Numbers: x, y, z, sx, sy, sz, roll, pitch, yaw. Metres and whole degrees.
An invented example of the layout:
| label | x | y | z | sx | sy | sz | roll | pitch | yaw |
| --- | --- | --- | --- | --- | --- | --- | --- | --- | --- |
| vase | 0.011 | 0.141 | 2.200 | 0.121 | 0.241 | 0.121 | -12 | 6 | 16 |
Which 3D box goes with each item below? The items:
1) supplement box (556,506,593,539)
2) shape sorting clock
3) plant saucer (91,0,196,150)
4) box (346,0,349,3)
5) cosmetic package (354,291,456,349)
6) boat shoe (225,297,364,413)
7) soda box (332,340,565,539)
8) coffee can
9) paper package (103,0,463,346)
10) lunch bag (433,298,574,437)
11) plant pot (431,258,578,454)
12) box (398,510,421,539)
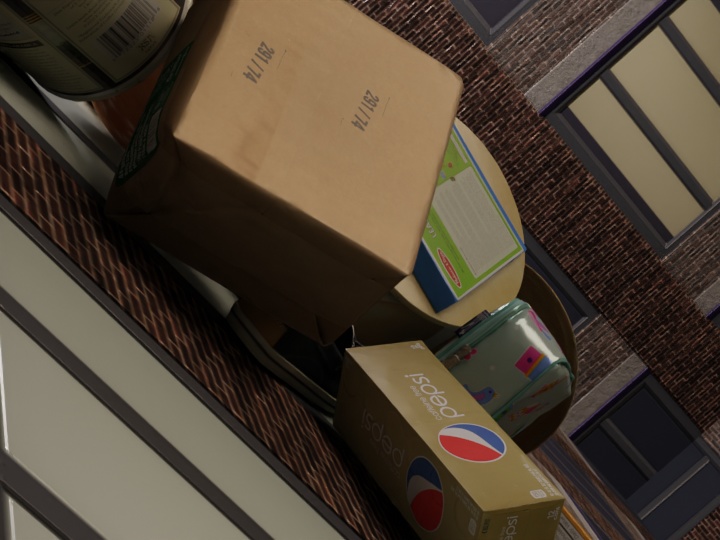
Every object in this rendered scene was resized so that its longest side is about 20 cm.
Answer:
| label | x | y | z | sx | sy | sz | roll | pitch | yaw |
| --- | --- | --- | --- | --- | --- | --- | --- | --- | --- |
| supplement box | 0.163 | 0.249 | 1.298 | 0.200 | 0.069 | 0.067 | 53 | -19 | 35 |
| shape sorting clock | 0.058 | -0.047 | 1.343 | 0.200 | 0.039 | 0.201 | 27 | 50 | -36 |
| plant saucer | -0.118 | -0.143 | 1.274 | 0.200 | 0.200 | 0.037 | 48 | 43 | -14 |
| box | -0.092 | -0.179 | 1.512 | 0.038 | 0.199 | 0.137 | 55 | -8 | 53 |
| cosmetic package | 0.000 | 0.000 | 1.339 | 0.200 | 0.071 | 0.106 | 12 | 51 | -49 |
| boat shoe | -0.031 | 0.052 | 1.204 | 0.075 | 0.062 | 0.200 | 49 | 2 | 26 |
| soda box | 0.054 | 0.126 | 1.120 | 0.064 | 0.068 | 0.200 | -6 | 31 | -28 |
| coffee can | -0.222 | -0.221 | 1.127 | 0.146 | 0.146 | 0.200 | 51 | 4 | 31 |
| paper package | -0.046 | -0.085 | 1.108 | 0.190 | 0.103 | 0.200 | 31 | 48 | -17 |
| lunch bag | 0.086 | 0.103 | 1.318 | 0.077 | 0.160 | 0.200 | 55 | 0 | 15 |
| plant pot | 0.097 | 0.069 | 1.449 | 0.200 | 0.200 | 0.027 | 49 | 29 | 6 |
| box | 0.108 | 0.236 | 1.175 | 0.200 | 0.032 | 0.121 | 47 | 4 | -32 |
